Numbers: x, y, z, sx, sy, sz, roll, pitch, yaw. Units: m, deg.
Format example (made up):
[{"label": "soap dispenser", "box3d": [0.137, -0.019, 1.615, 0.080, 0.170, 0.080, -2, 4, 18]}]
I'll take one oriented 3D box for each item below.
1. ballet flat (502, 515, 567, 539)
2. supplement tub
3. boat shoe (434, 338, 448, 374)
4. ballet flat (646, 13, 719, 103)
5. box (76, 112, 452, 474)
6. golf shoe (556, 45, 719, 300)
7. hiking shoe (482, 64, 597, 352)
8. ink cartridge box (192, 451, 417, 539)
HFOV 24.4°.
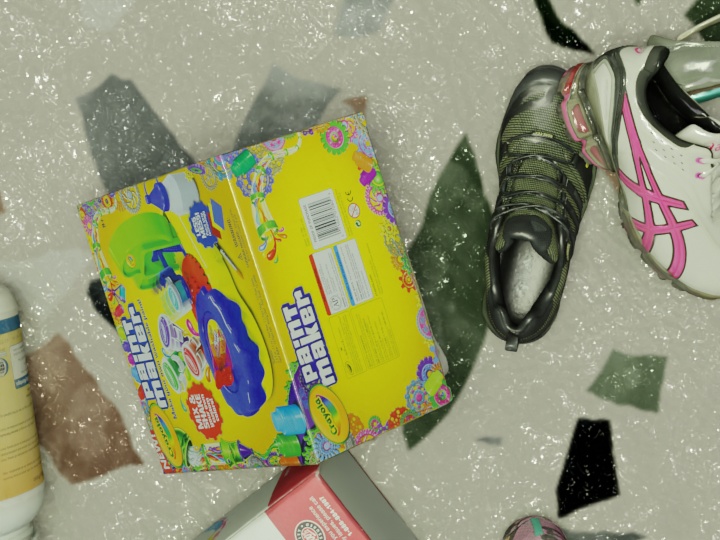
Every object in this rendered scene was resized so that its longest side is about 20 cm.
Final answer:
[{"label": "ballet flat", "box3d": [0.134, 0.280, 1.206, 0.069, 0.071, 0.201, -5, 95, 3]}, {"label": "supplement tub", "box3d": [-0.302, 0.117, 1.179, 0.144, 0.145, 0.201, -8, 95, 4]}, {"label": "boat shoe", "box3d": [0.000, 0.000, 1.196, 0.070, 0.071, 0.201, -26, 82, -26]}, {"label": "ballet flat", "box3d": [0.297, -0.160, 1.160, 0.199, 0.067, 0.064, -10, 86, 4]}, {"label": "box", "box3d": [-0.068, 0.020, 1.121, 0.122, 0.192, 0.201, -21, 95, -37]}, {"label": "golf shoe", "box3d": [0.218, -0.063, 1.142, 0.092, 0.073, 0.200, -17, 116, 48]}, {"label": "hiking shoe", "box3d": [0.127, -0.043, 1.161, 0.075, 0.101, 0.201, 5, 96, 2]}, {"label": "ink cartridge box", "box3d": [-0.059, 0.241, 1.176, 0.200, 0.145, 0.146, -37, 93, 6]}]
